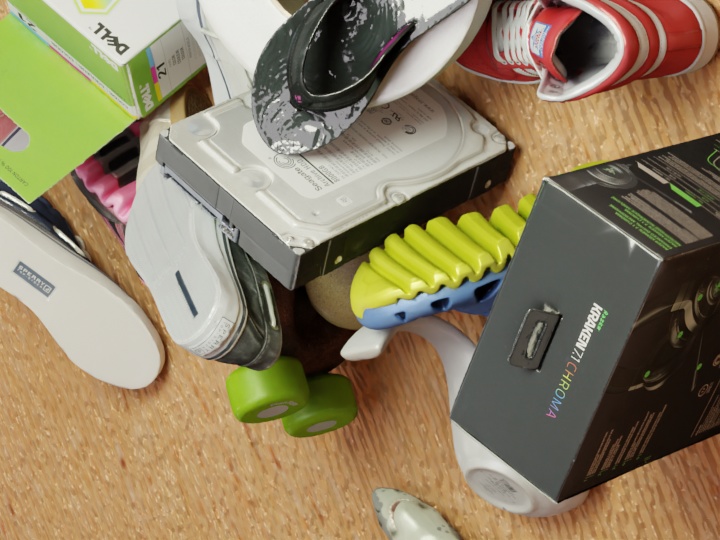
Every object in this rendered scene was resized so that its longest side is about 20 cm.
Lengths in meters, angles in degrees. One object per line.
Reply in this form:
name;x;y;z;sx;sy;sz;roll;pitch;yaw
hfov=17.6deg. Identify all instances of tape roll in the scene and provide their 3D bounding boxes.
tape roll;-0.013;-0.202;1.452;0.202;0.037;0.204;7;109;20

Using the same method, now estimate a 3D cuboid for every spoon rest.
spoon rest;0.075;0.093;1.524;0.200;0.061;0.099;45;149;-25

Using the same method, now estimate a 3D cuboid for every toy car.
toy car;0.000;0.000;1.584;0.199;0.158;0.165;-22;72;18

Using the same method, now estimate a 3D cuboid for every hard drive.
hard drive;-0.015;-0.075;1.509;0.140;0.200;0.038;41;140;28

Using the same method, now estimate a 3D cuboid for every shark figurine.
shark figurine;0.051;0.263;1.604;0.128;0.215;0.090;7;149;12

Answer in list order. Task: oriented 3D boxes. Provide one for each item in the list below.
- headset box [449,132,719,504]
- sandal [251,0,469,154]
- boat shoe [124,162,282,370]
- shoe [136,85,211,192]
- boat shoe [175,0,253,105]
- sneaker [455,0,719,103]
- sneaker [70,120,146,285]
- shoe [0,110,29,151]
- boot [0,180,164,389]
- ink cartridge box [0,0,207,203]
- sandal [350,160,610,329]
headset box;0.162;0.027;1.377;0.093;0.200;0.175;37;123;29
sandal;-0.003;-0.146;1.418;0.075;0.048;0.200;47;116;2
boat shoe;-0.100;0.000;1.502;0.072;0.071;0.200;-42;36;18
shoe;-0.129;-0.040;1.667;0.053;0.070;0.201;-19;54;19
boat shoe;-0.065;-0.157;1.586;0.086;0.075;0.202;13;139;24
sneaker;0.110;-0.144;1.440;0.199;0.112;0.072;3;102;41
sneaker;-0.161;-0.032;1.747;0.200;0.079;0.096;50;148;26
shoe;-0.239;-0.155;1.777;0.200;0.071;0.091;-36;82;46
boot;-0.225;0.003;1.813;0.200;0.090;0.073;43;113;-7
ink cartridge box;-0.210;-0.166;1.655;0.148;0.200;0.076;40;159;23
sandal;0.092;0.004;1.466;0.080;0.199;0.087;-116;11;-59
